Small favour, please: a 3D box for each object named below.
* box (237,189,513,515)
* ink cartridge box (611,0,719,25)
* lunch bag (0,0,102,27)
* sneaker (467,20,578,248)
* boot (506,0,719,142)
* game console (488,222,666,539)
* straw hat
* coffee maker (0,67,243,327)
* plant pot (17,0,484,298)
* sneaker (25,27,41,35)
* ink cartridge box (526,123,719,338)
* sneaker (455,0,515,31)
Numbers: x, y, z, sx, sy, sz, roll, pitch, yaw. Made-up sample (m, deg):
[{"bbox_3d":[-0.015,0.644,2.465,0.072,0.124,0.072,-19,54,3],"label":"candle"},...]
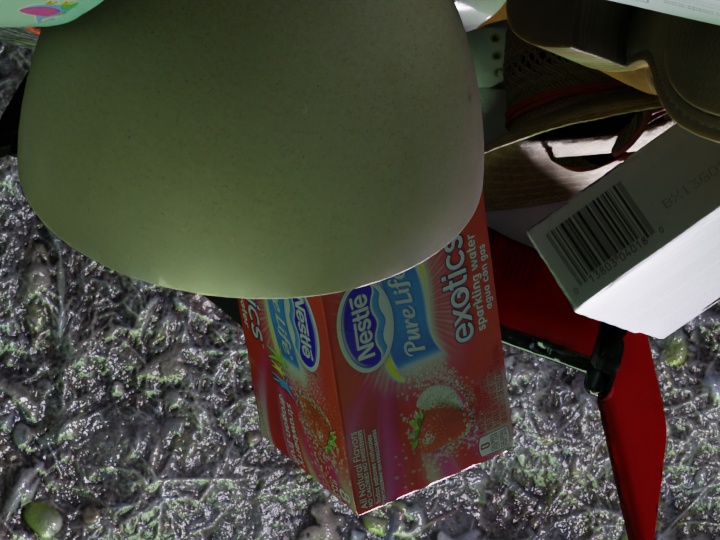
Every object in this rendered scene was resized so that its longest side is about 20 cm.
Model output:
[{"bbox_3d":[0.000,0.000,1.241,0.095,0.200,0.100,-22,-149,-24],"label":"box"},{"bbox_3d":[0.109,-0.127,0.948,0.196,0.043,0.200,14,178,10],"label":"ink cartridge box"},{"bbox_3d":[-0.195,-0.158,1.017,0.170,0.122,0.200,14,-175,-33],"label":"lunch bag"},{"bbox_3d":[0.089,-0.087,1.405,0.200,0.116,0.074,25,-145,2],"label":"sneaker"},{"bbox_3d":[0.180,-0.096,1.143,0.154,0.074,0.200,7,-165,-42],"label":"boot"},{"bbox_3d":[0.100,0.050,1.423,0.172,0.119,0.200,19,-159,2],"label":"game console"},{"bbox_3d":[0.118,-0.096,1.311,0.200,0.085,0.201,-11,170,-2],"label":"straw hat"},{"bbox_3d":[-0.069,-0.045,1.327,0.200,0.135,0.192,36,-174,-21],"label":"coffee maker"},{"bbox_3d":[-0.043,-0.100,1.075,0.200,0.135,0.201,3,-144,-2],"label":"plant pot"},{"bbox_3d":[-0.150,-0.161,1.290,0.070,0.094,0.200,13,180,-3],"label":"sneaker"},{"bbox_3d":[0.161,-0.020,1.301,0.050,0.109,0.200,57,-168,14],"label":"ink cartridge box"},{"bbox_3d":[0.003,-0.135,1.235,0.085,0.073,0.200,16,177,-41],"label":"sneaker"}]
